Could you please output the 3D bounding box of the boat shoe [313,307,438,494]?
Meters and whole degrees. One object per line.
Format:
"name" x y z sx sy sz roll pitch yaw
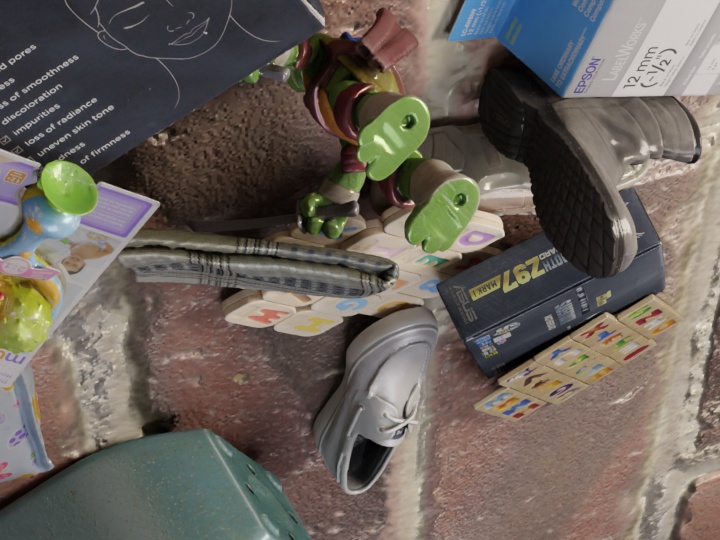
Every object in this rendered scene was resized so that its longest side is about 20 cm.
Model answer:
"boat shoe" 0.015 0.104 1.721 0.071 0.069 0.200 -5 147 -31

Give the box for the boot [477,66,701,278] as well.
"boot" 0.172 -0.077 1.478 0.131 0.201 0.070 -4 134 -23

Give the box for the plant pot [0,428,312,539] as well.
"plant pot" -0.140 0.238 1.717 0.200 0.196 0.196 -39 144 7

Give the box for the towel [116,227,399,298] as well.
"towel" -0.079 -0.002 1.422 0.198 0.035 0.193 8 179 -4

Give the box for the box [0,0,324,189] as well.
"box" -0.157 -0.170 1.208 0.199 0.125 0.197 -31 147 10

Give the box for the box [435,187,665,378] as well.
"box" 0.144 0.013 1.651 0.157 0.051 0.200 -27 168 2

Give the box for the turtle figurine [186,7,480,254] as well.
"turtle figurine" -0.032 -0.071 1.344 0.198 0.194 0.145 -12 116 -26

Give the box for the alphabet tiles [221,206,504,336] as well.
"alphabet tiles" 0.000 0.000 1.579 0.199 0.015 0.195 -29 153 36

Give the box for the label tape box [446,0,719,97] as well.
"label tape box" 0.174 -0.181 1.452 0.198 0.066 0.144 -5 141 -29

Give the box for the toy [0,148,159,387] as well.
"toy" -0.210 0.015 1.283 0.114 0.047 0.200 17 133 -28

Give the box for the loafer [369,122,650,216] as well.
"loafer" 0.101 -0.070 1.566 0.198 0.072 0.063 -5 159 -16

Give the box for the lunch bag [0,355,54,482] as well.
"lunch bag" -0.296 0.066 1.442 0.168 0.128 0.200 -17 155 -8

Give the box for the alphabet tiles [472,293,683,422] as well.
"alphabet tiles" 0.175 0.072 1.789 0.166 0.006 0.200 -33 164 11
